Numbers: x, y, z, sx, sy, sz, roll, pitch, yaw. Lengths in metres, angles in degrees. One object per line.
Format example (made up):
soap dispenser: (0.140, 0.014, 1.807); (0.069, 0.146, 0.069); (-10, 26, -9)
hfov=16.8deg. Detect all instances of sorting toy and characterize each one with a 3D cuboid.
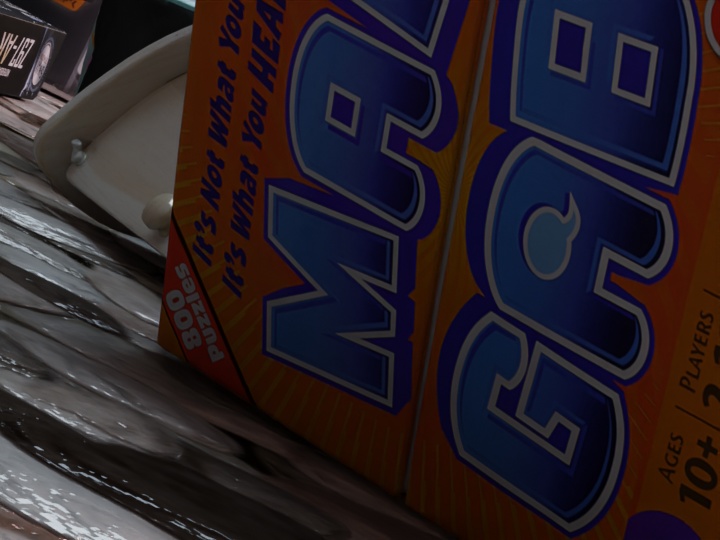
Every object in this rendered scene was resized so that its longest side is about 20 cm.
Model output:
sorting toy: (0.000, 0.000, 0.903); (0.180, 0.107, 0.200); (47, -7, -33)

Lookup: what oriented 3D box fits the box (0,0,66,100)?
box: (-0.253, -0.148, 1.258); (0.159, 0.044, 0.200); (28, 4, 7)

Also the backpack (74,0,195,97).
backpack: (-0.033, -0.077, 1.080); (0.175, 0.154, 0.200); (18, -1, -1)

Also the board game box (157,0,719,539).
board game box: (0.088, -0.050, 0.692); (0.199, 0.201, 0.199); (29, 36, 31)

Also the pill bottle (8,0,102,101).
pill bottle: (-0.150, -0.204, 1.504); (0.106, 0.201, 0.106); (26, 4, -2)
